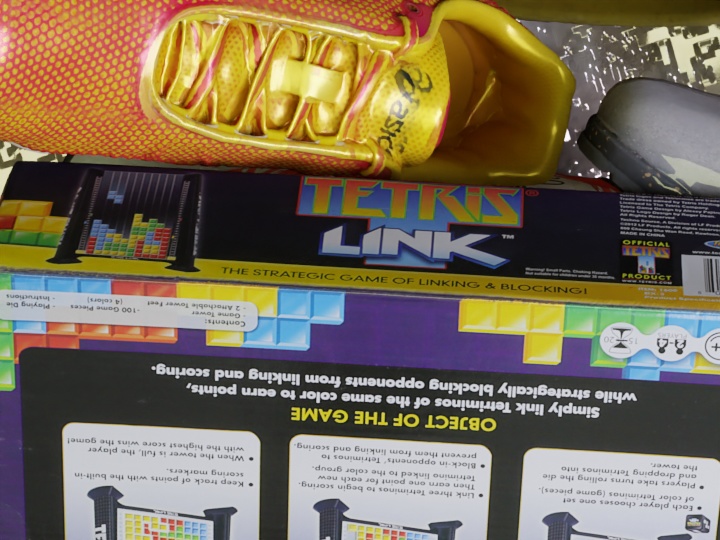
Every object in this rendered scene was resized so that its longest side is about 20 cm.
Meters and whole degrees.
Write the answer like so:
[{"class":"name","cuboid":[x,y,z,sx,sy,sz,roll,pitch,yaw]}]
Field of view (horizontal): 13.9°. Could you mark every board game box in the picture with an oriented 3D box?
[{"class":"board game box","cuboid":[0.010,0.061,0.734,0.199,0.057,0.166,4,122,2]}]

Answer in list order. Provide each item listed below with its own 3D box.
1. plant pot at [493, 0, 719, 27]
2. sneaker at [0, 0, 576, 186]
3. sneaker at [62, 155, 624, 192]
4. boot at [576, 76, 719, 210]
[{"class":"plant pot","cuboid":[0.020,-0.155,0.768,0.199,0.200,0.142,11,86,-5]},{"class":"sneaker","cuboid":[-0.022,-0.056,0.729,0.200,0.077,0.073,-1,107,-45]},{"class":"sneaker","cuboid":[0.001,-0.001,0.811,0.201,0.108,0.067,11,107,9]},{"class":"boot","cuboid":[0.164,-0.052,0.746,0.199,0.070,0.132,16,109,-13]}]
